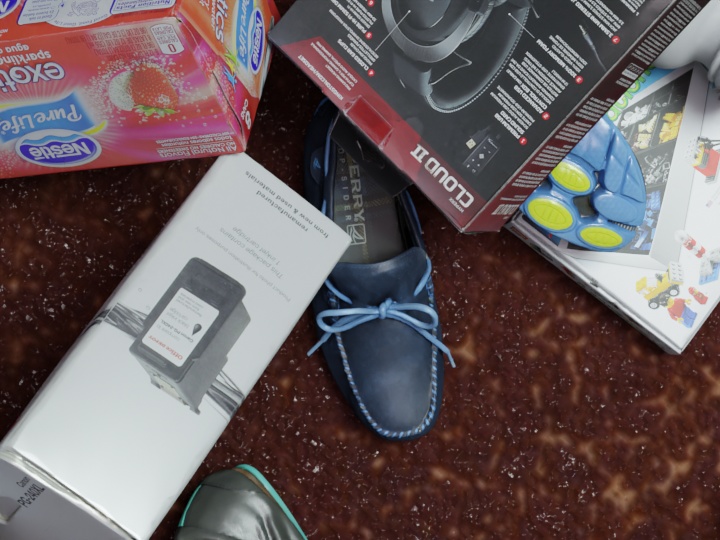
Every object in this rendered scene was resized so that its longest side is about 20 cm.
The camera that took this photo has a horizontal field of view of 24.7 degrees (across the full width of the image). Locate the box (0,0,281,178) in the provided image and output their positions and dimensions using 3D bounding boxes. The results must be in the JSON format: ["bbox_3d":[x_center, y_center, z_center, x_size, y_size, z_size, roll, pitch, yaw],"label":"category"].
[{"bbox_3d":[-0.153,-0.116,0.845,0.199,0.096,0.100,-5,49,20],"label":"box"}]

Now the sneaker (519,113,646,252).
[{"bbox_3d":[0.083,-0.090,0.919,0.199,0.083,0.071,40,106,12],"label":"sneaker"}]

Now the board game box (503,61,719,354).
[{"bbox_3d":[0.192,-0.068,0.963,0.126,0.035,0.200,38,85,-2],"label":"board game box"}]

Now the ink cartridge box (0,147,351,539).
[{"bbox_3d":[-0.108,0.056,0.840,0.083,0.145,0.200,37,61,-6],"label":"ink cartridge box"}]

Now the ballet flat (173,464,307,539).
[{"bbox_3d":[-0.029,0.199,0.915,0.200,0.068,0.068,45,55,4],"label":"ballet flat"}]

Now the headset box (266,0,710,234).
[{"bbox_3d":[0.063,-0.126,0.840,0.149,0.077,0.200,45,105,13],"label":"headset box"}]

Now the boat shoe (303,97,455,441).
[{"bbox_3d":[0.000,0.000,0.924,0.084,0.069,0.201,-17,90,-6],"label":"boat shoe"}]

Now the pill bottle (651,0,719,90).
[{"bbox_3d":[0.163,-0.182,0.902,0.200,0.111,0.111,43,84,14],"label":"pill bottle"}]
